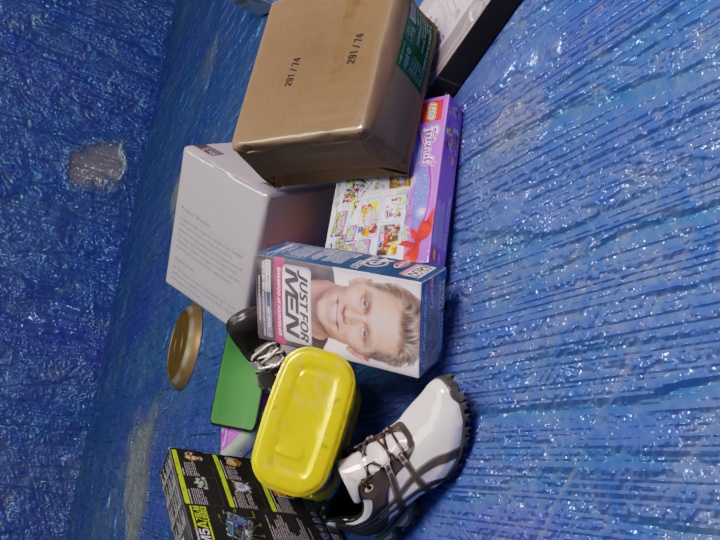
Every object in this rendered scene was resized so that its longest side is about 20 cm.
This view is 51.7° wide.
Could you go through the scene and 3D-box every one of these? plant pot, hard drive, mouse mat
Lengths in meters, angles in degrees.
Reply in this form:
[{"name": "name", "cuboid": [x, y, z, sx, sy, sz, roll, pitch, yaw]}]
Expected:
[{"name": "plant pot", "cuboid": [-0.404, 0.170, 1.687, 0.200, 0.027, 0.201, -40, 43, 52]}, {"name": "hard drive", "cuboid": [0.120, -0.305, 0.852, 0.200, 0.038, 0.140, -51, 35, 40]}, {"name": "mouse mat", "cuboid": [-0.177, 0.153, 1.099, 0.200, 0.007, 0.162, -12, 65, 59]}]

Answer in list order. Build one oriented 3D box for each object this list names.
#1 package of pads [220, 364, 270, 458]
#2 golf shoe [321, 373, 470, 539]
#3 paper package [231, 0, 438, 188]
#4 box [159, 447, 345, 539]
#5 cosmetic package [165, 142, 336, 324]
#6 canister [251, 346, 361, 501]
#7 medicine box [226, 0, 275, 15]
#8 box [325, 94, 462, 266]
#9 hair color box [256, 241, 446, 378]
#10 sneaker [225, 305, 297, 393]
[{"name": "package of pads", "cuboid": [-0.155, 0.180, 1.125, 0.155, 0.068, 0.201, -47, 37, 43]}, {"name": "golf shoe", "cuboid": [0.032, 0.183, 0.707, 0.201, 0.094, 0.078, -65, 34, 21]}, {"name": "paper package", "cuboid": [-0.026, -0.206, 0.834, 0.189, 0.103, 0.201, 0, 68, 32]}, {"name": "box", "cuboid": [-0.124, 0.285, 0.862, 0.200, 0.192, 0.048, 40, 114, 61]}, {"name": "cosmetic package", "cuboid": [-0.141, -0.053, 1.009, 0.164, 0.165, 0.201, 30, 118, 30]}, {"name": "canister", "cuboid": [-0.053, 0.167, 0.792, 0.200, 0.086, 0.150, 90, -163, -74]}, {"name": "medicine box", "cuboid": [-0.216, -0.696, 1.665, 0.182, 0.102, 0.201, 27, 102, 64]}, {"name": "box", "cuboid": [0.036, -0.090, 0.829, 0.136, 0.039, 0.201, -4, 67, 34]}, {"name": "hair color box", "cuboid": [-0.014, 0.036, 0.773, 0.199, 0.060, 0.101, 9, 109, 29]}, {"name": "sneaker", "cuboid": [-0.093, 0.121, 0.925, 0.074, 0.200, 0.089, -30, 45, 8]}]
